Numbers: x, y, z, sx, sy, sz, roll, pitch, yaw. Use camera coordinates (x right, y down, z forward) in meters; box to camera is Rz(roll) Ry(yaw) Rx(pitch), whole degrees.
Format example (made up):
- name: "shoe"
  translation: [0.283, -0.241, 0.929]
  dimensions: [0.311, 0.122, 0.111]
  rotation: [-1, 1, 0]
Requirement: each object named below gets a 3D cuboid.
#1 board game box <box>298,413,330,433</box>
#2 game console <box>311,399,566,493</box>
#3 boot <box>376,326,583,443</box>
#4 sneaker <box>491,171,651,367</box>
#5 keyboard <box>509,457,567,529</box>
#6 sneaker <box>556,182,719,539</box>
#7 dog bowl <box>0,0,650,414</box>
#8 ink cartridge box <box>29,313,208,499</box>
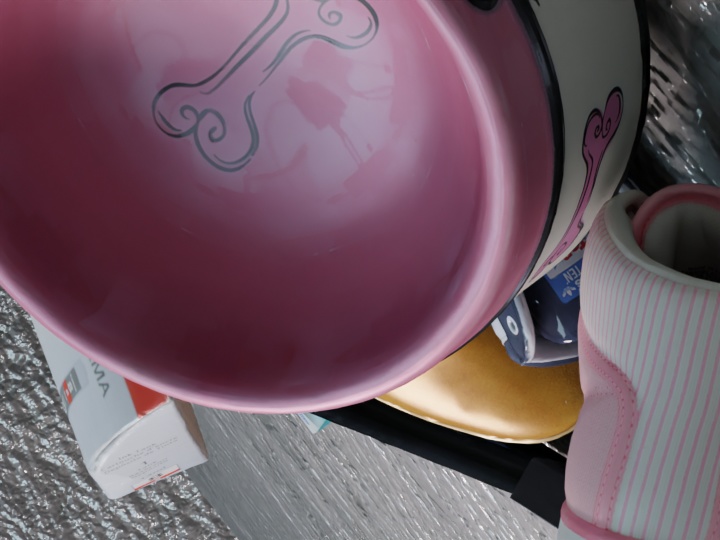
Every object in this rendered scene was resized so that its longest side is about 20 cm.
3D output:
- name: "board game box"
  translation: [-0.045, 0.004, 1.213]
  dimensions: [0.151, 0.047, 0.200]
  rotation: [52, 169, 5]
- name: "game console"
  translation: [0.003, 0.053, 0.984]
  dimensions: [0.200, 0.031, 0.177]
  rotation: [23, 178, -26]
- name: "boot"
  translation: [0.000, -0.001, 0.802]
  dimensions: [0.201, 0.071, 0.144]
  rotation: [32, 177, 2]
- name: "sneaker"
  translation: [0.032, -0.046, 0.669]
  dimensions: [0.109, 0.070, 0.200]
  rotation: [50, 176, 38]
- name: "keyboard"
  translation: [0.130, 0.109, 0.677]
  dimensions: [0.200, 0.021, 0.127]
  rotation: [31, -170, 27]
- name: "sneaker"
  translation: [0.101, 0.027, 0.647]
  dimensions: [0.075, 0.105, 0.200]
  rotation: [10, -173, 12]
- name: "dog bowl"
  translation: [-0.029, -0.049, 0.601]
  dimensions: [0.200, 0.074, 0.200]
  rotation: [10, 125, 15]
- name: "ink cartridge box"
  translation: [-0.108, -0.012, 0.791]
  dimensions: [0.200, 0.050, 0.162]
  rotation: [71, 178, -77]
